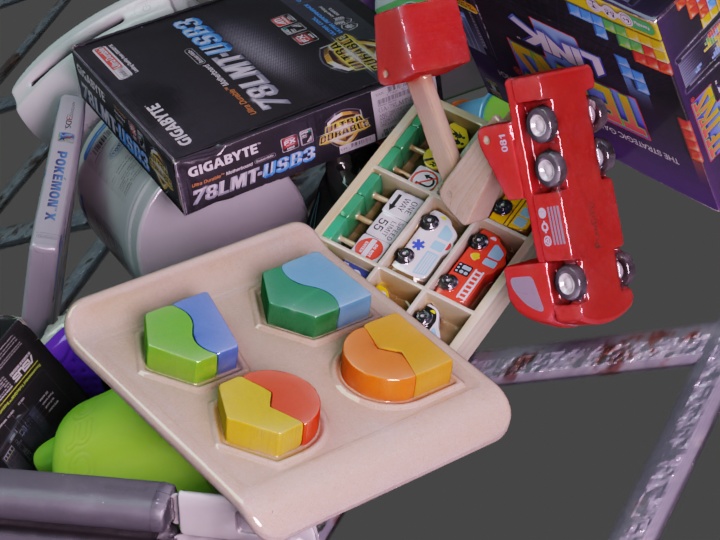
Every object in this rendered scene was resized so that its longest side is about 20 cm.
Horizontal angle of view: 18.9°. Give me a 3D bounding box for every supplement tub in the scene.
[{"bbox_3d":[-0.125,-0.047,1.574,0.132,0.132,0.200,-40,26,-4],"label":"supplement tub"}]

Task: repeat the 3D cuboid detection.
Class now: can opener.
[{"bbox_3d":[-0.120,0.148,1.176,0.199,0.054,0.067,4,31,9],"label":"can opener"}]

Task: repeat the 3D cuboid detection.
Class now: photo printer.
[{"bbox_3d":[-0.163,-0.137,1.700,0.166,0.200,0.070,-31,58,17],"label":"photo printer"}]

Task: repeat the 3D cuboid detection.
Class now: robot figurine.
[{"bbox_3d":[-0.101,0.113,1.290,0.199,0.116,0.176,-24,36,22],"label":"robot figurine"}]

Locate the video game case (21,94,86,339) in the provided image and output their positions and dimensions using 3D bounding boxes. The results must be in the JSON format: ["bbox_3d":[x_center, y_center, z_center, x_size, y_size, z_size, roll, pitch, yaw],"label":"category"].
[{"bbox_3d":[-0.227,0.005,1.572,0.022,0.201,0.183,8,38,-6],"label":"video game case"}]

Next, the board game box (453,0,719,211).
[{"bbox_3d":[0.134,-0.139,1.270,0.057,0.166,0.200,-45,48,-16],"label":"board game box"}]

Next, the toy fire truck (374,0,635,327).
[{"bbox_3d":[0.082,-0.064,1.268,0.049,0.201,0.141,-15,7,-38],"label":"toy fire truck"}]

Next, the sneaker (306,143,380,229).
[{"bbox_3d":[0.000,0.000,1.426,0.200,0.075,0.079,-90,25,-51],"label":"sneaker"}]

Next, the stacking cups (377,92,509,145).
[{"bbox_3d":[0.084,-0.091,1.460,0.200,0.061,0.061,-13,35,47],"label":"stacking cups"}]

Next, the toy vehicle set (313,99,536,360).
[{"bbox_3d":[0.039,-0.013,1.340,0.124,0.027,0.200,25,60,22],"label":"toy vehicle set"}]

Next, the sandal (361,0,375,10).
[{"bbox_3d":[0.077,-0.232,1.674,0.202,0.083,0.050,-25,33,25],"label":"sandal"}]

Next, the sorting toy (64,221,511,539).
[{"bbox_3d":[-0.041,0.051,1.220,0.185,0.037,0.200,-21,48,-34],"label":"sorting toy"}]

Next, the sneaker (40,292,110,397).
[{"bbox_3d":[-0.127,0.059,1.439,0.199,0.070,0.100,-20,38,1],"label":"sneaker"}]

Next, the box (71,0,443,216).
[{"bbox_3d":[-0.073,-0.130,1.494,0.198,0.050,0.200,-20,35,-18],"label":"box"}]

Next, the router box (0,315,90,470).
[{"bbox_3d":[-0.243,0.150,1.380,0.062,0.150,0.200,-4,41,50],"label":"router box"}]

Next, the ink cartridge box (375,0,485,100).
[{"bbox_3d":[0.087,-0.243,1.568,0.146,0.084,0.201,-17,63,36],"label":"ink cartridge box"}]
